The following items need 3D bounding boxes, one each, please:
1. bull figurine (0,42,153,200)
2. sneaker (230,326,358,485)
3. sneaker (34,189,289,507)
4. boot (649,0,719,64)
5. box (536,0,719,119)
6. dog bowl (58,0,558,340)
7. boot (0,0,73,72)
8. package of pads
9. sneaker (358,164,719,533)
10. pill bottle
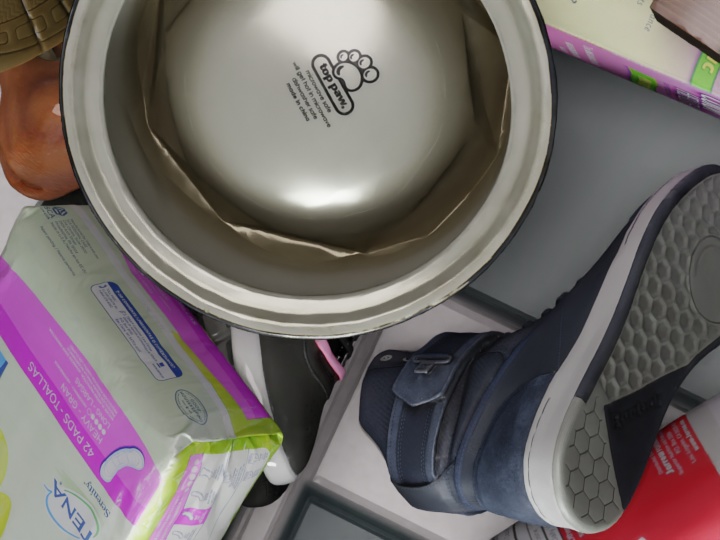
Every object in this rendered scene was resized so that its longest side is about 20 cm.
[{"bbox_3d":[-0.078,-0.102,0.969,0.200,0.065,0.122,-19,80,7],"label":"bull figurine"},{"bbox_3d":[0.000,0.000,0.975,0.099,0.071,0.200,-2,60,12],"label":"sneaker"},{"bbox_3d":[-0.103,0.025,1.027,0.115,0.075,0.200,-17,76,14],"label":"sneaker"},{"bbox_3d":[0.150,-0.209,0.891,0.186,0.064,0.200,37,95,2],"label":"boot"},{"bbox_3d":[0.140,-0.176,0.972,0.200,0.097,0.176,24,93,10],"label":"box"},{"bbox_3d":[-0.018,-0.076,0.891,0.200,0.074,0.200,2,105,7],"label":"dog bowl"},{"bbox_3d":[-0.166,-0.173,0.946,0.155,0.072,0.200,19,61,34],"label":"boot"},{"bbox_3d":[-0.131,0.094,0.964,0.155,0.068,0.200,51,124,30],"label":"package of pads"},{"bbox_3d":[0.085,0.031,0.987,0.077,0.146,0.202,54,55,-25],"label":"sneaker"},{"bbox_3d":[0.113,0.150,0.962,0.200,0.112,0.112,-34,84,8],"label":"pill bottle"}]
